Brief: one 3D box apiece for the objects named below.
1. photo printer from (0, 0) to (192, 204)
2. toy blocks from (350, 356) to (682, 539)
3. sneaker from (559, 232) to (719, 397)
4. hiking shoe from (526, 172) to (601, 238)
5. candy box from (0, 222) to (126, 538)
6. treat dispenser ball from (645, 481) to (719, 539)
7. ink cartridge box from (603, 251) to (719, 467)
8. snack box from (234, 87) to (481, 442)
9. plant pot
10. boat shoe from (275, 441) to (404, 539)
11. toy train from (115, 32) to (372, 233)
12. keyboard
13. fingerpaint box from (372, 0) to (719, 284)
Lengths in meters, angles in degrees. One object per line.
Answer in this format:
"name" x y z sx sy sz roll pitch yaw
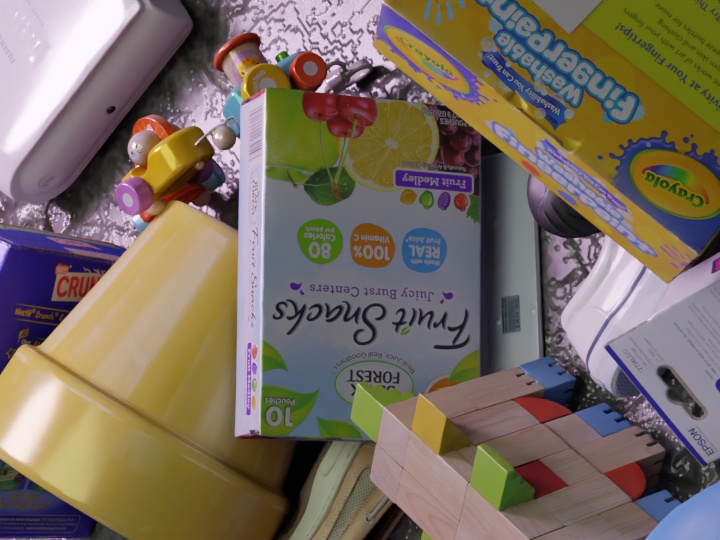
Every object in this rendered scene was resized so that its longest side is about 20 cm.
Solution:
"photo printer" -0.228 -0.161 1.397 0.200 0.069 0.167 -48 57 22
"toy blocks" 0.105 0.119 1.055 0.200 0.136 0.101 41 132 40
"sneaker" 0.175 -0.027 1.060 0.071 0.073 0.201 47 109 35
"hiking shoe" 0.123 -0.085 1.081 0.100 0.076 0.201 -29 28 45
"candy box" -0.230 0.074 1.297 0.077 0.169 0.202 24 97 34
"treat dispenser ball" 0.214 0.192 0.911 0.200 0.200 0.203 -7 78 37
"ink cartridge box" 0.233 0.020 0.998 0.199 0.037 0.095 -33 107 27
"snack box" 0.000 0.000 1.138 0.053 0.141 0.202 163 109 -68
"plant pot" -0.111 0.070 1.204 0.200 0.201 0.190 25 82 38
"boat shoe" -0.017 0.190 1.181 0.076 0.072 0.201 29 102 21
"toy train" -0.093 -0.093 1.237 0.199 0.150 0.056 -36 86 20
"keyboard" 0.085 0.028 1.162 0.056 0.011 0.202 -8 78 32
"fingerpaint box" 0.134 -0.123 0.975 0.199 0.073 0.167 38 78 5
